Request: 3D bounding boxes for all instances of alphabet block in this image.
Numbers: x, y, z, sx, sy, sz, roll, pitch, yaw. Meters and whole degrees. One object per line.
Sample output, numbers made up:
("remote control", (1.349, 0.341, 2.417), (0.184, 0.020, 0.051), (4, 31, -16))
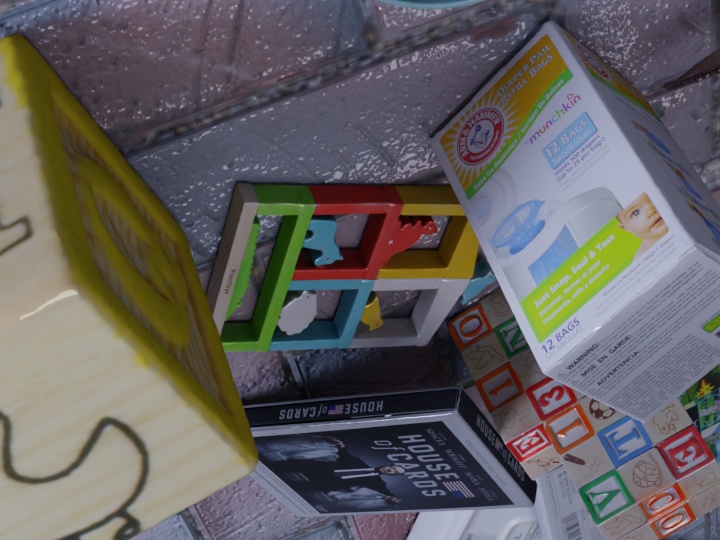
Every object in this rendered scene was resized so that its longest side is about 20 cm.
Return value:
("alphabet block", (-0.198, 0.036, 0.711), (0.199, 0.197, 0.196), (-30, 140, 6))

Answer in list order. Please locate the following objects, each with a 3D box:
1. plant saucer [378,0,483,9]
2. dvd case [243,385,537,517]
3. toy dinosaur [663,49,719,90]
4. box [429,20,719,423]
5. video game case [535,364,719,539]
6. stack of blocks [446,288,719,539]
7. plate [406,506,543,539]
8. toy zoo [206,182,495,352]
("plant saucer", (0.052, -0.226, 0.680), (0.198, 0.036, 0.201), (-14, 138, -13))
("dvd case", (0.008, 0.133, 0.965), (0.198, 0.025, 0.150), (-7, 144, 27))
("toy dinosaur", (0.292, -0.124, 0.819), (0.198, 0.136, 0.086), (-7, 136, -18))
("box", (0.138, -0.031, 0.794), (0.101, 0.201, 0.112), (26, 121, -40))
("video game case", (0.222, 0.147, 1.114), (0.181, 0.022, 0.201), (-25, 129, -8))
("stack of blocks", (0.151, 0.092, 0.924), (0.115, 0.201, 0.059), (-31, 138, 7))
("plate", (0.138, 0.220, 1.176), (0.198, 0.032, 0.201), (-1, 134, -24))
("toy zoo", (0.000, 0.000, 0.896), (0.198, 0.021, 0.132), (-1, 133, -24))
